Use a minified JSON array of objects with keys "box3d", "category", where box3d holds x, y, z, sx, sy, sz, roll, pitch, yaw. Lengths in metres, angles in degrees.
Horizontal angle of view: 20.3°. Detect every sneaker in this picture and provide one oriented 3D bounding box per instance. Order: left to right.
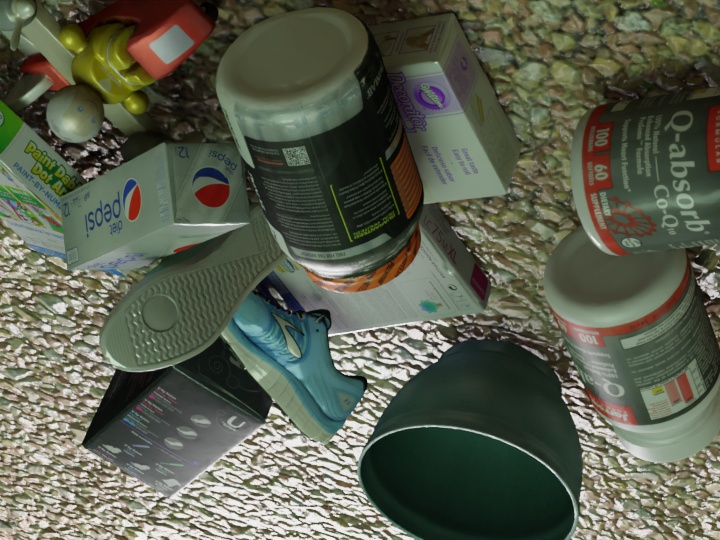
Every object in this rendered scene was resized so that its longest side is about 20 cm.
[{"box3d":[-0.148,0.020,1.653,0.074,0.200,0.118,57,151,-13],"category":"sneaker"},{"box3d":[-0.071,0.054,1.767,0.200,0.090,0.078,50,174,-8],"category":"sneaker"}]

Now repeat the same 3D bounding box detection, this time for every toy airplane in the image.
[{"box3d":[-0.216,-0.155,1.574,0.199,0.141,0.199,16,143,4],"category":"toy airplane"}]

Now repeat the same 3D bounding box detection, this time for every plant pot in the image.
[{"box3d":[0.110,0.147,1.800,0.200,0.134,0.201,12,142,10],"category":"plant pot"}]

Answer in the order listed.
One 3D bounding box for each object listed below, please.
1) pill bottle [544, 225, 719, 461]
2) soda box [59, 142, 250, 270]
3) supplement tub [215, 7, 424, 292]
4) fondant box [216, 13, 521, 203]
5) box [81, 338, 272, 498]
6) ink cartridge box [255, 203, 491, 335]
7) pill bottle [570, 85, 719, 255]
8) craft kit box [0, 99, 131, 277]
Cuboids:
[{"box3d":[0.230,0.059,1.642,0.116,0.116,0.200,-2,137,26],"category":"pill bottle"},{"box3d":[-0.162,-0.047,1.559,0.068,0.064,0.200,-2,171,-33],"category":"soda box"},{"box3d":[-0.024,-0.085,1.496,0.122,0.123,0.200,2,136,22],"category":"supplement tub"},{"box3d":[0.007,-0.118,1.587,0.200,0.058,0.144,-6,135,29],"category":"fondant box"},{"box3d":[-0.158,0.109,1.882,0.106,0.122,0.200,33,141,-15],"category":"box"},{"box3d":[0.000,0.000,1.748,0.200,0.042,0.119,-12,132,32],"category":"ink cartridge box"},{"box3d":[0.265,-0.078,1.474,0.200,0.116,0.116,-7,134,30],"category":"pill bottle"},{"box3d":[-0.295,-0.081,1.711,0.197,0.049,0.200,42,165,-29],"category":"craft kit box"}]
